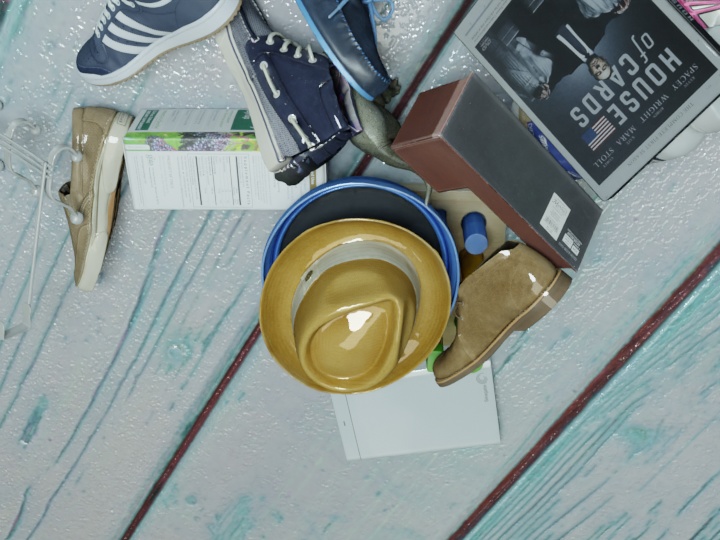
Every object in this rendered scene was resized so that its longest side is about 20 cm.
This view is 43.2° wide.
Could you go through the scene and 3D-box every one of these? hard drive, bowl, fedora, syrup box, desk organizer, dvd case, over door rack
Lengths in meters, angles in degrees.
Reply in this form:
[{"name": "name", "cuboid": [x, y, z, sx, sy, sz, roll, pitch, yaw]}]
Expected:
[{"name": "hard drive", "cuboid": [0.068, 0.169, 1.119, 0.196, 0.027, 0.134, -8, 121, 6]}, {"name": "bowl", "cuboid": [0.000, 0.000, 0.910, 0.197, 0.040, 0.204, 0, 117, -1]}, {"name": "fedora", "cuboid": [-0.005, 0.051, 0.866, 0.197, 0.082, 0.204, 0, 117, -1]}, {"name": "syrup box", "cuboid": [-0.130, -0.113, 0.919, 0.196, 0.079, 0.083, 0, 122, 2]}, {"name": "desk organizer", "cuboid": [0.127, -0.083, 0.838, 0.199, 0.072, 0.077, 40, 157, -27]}, {"name": "dvd case", "cuboid": [0.186, -0.179, 0.742, 0.201, 0.025, 0.151, 50, 130, 11]}, {"name": "over door rack", "cuboid": [-0.357, -0.056, 0.921, 0.147, 0.066, 0.203, 29, 106, 28]}]

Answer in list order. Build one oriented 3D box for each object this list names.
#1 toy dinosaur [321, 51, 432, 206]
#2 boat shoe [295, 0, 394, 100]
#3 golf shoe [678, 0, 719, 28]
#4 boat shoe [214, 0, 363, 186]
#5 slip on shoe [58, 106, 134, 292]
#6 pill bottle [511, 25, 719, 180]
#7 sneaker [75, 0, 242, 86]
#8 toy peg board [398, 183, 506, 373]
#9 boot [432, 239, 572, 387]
[{"name": "toy dinosaur", "cuboid": [0.006, -0.146, 0.864, 0.076, 0.203, 0.102, -22, 163, 25]}, {"name": "boat shoe", "cuboid": [-0.021, -0.246, 0.787, 0.068, 0.084, 0.202, -30, 83, 14]}, {"name": "golf shoe", "cuboid": [0.294, -0.237, 0.847, 0.196, 0.073, 0.094, 8, 82, 9]}, {"name": "boat shoe", "cuboid": [-0.064, -0.187, 0.830, 0.092, 0.074, 0.203, -26, 82, 26]}, {"name": "slip on shoe", "cuboid": [-0.284, -0.074, 0.950, 0.060, 0.076, 0.202, 13, 119, -12]}, {"name": "pill bottle", "cuboid": [0.239, -0.148, 0.813, 0.111, 0.112, 0.199, 46, 151, -23]}, {"name": "sneaker", "cuboid": [-0.211, -0.240, 0.813, 0.198, 0.071, 0.108, -14, 145, 32]}, {"name": "toy peg board", "cuboid": [0.059, 0.018, 0.984, 0.196, 0.098, 0.202, 1, 122, 1]}, {"name": "boot", "cuboid": [0.119, 0.043, 0.898, 0.075, 0.074, 0.200, 40, 132, 0]}]
